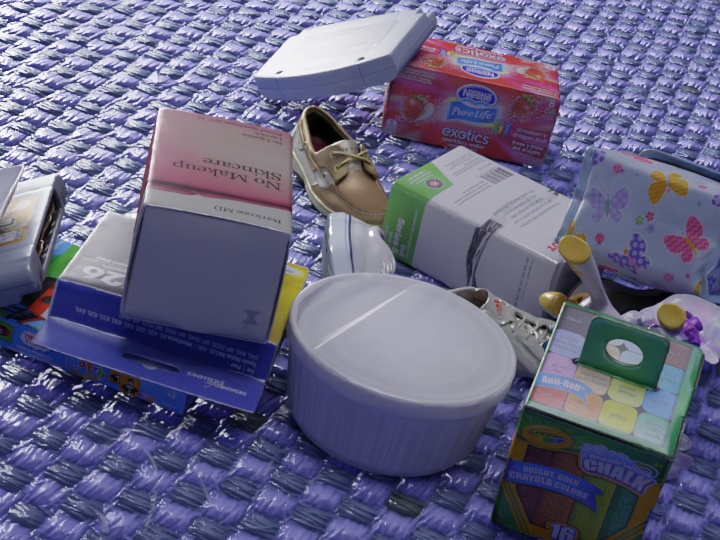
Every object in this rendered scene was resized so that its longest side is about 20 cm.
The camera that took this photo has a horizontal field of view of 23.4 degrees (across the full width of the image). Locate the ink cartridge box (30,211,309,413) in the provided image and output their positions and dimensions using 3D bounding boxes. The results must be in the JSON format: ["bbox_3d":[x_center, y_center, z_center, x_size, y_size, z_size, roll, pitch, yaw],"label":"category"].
[{"bbox_3d":[-0.159,0.029,1.501,0.197,0.047,0.200,17,26,1],"label":"ink cartridge box"}]

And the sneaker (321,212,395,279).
[{"bbox_3d":[0.000,0.000,1.666,0.070,0.073,0.200,8,29,-5],"label":"sneaker"}]

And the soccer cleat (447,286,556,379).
[{"bbox_3d":[0.131,0.056,1.621,0.199,0.078,0.069,7,30,-14],"label":"soccer cleat"}]

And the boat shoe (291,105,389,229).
[{"bbox_3d":[-0.023,-0.109,1.851,0.074,0.067,0.200,-6,35,-32],"label":"boat shoe"}]

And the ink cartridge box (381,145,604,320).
[{"bbox_3d":[0.142,-0.036,1.780,0.199,0.084,0.145,28,32,24],"label":"ink cartridge box"}]

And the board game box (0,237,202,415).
[{"bbox_3d":[-0.216,0.045,1.529,0.199,0.037,0.151,20,29,9],"label":"board game box"}]

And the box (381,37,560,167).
[{"bbox_3d":[0.130,-0.202,2.052,0.199,0.096,0.100,12,30,-3],"label":"box"}]

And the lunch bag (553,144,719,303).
[{"bbox_3d":[0.308,-0.042,1.677,0.169,0.128,0.200,23,5,31],"label":"lunch bag"}]

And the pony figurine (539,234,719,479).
[{"bbox_3d":[0.239,0.063,1.519,0.193,0.167,0.200,35,-8,17],"label":"pony figurine"}]

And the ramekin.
[{"bbox_3d":[0.027,0.092,1.495,0.201,0.095,0.203,11,30,-6],"label":"ramekin"}]

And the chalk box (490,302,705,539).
[{"bbox_3d":[0.193,0.120,1.387,0.124,0.201,0.124,19,48,10],"label":"chalk box"}]

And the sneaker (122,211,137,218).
[{"bbox_3d":[-0.162,-0.068,1.695,0.199,0.089,0.077,-16,41,-42],"label":"sneaker"}]

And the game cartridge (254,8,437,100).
[{"bbox_3d":[-0.021,-0.248,2.018,0.199,0.041,0.133,-4,29,35],"label":"game cartridge"}]

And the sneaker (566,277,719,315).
[{"bbox_3d":[0.297,0.059,1.699,0.199,0.067,0.090,5,34,-32],"label":"sneaker"}]

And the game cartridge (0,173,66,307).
[{"bbox_3d":[-0.336,-0.021,1.536,0.132,0.042,0.200,-10,27,3],"label":"game cartridge"}]

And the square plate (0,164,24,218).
[{"bbox_3d":[-0.395,-0.019,1.498,0.199,0.029,0.198,-13,27,7],"label":"square plate"}]

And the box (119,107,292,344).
[{"bbox_3d":[-0.128,-0.043,1.486,0.127,0.109,0.200,11,27,-9],"label":"box"}]
